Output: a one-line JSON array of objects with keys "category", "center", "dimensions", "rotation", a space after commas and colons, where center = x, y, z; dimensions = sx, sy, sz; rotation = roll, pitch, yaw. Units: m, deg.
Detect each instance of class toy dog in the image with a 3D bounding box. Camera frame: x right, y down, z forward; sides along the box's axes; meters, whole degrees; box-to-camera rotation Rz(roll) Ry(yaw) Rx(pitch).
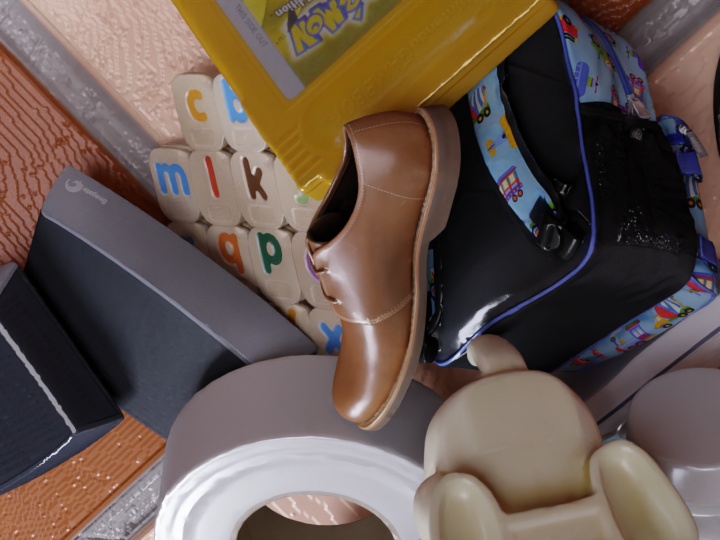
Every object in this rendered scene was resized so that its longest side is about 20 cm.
[{"category": "toy dog", "center": [0.072, 0.155, 1.180], "dimensions": [0.200, 0.139, 0.194], "rotation": [101, 146, -55]}]

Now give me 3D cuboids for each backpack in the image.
[{"category": "backpack", "center": [0.104, -0.057, 1.233], "dimensions": [0.134, 0.201, 0.183], "rotation": [8, 151, -31]}]

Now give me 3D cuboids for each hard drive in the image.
[{"category": "hard drive", "center": [-0.130, 0.038, 1.354], "dimensions": [0.200, 0.042, 0.135], "rotation": [36, 135, 11]}, {"category": "hard drive", "center": [-0.258, 0.087, 1.404], "dimensions": [0.200, 0.042, 0.135], "rotation": [-27, 100, 39]}]

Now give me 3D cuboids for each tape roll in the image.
[{"category": "tape roll", "center": [-0.024, 0.146, 1.315], "dimensions": [0.202, 0.071, 0.203], "rotation": [2, 131, 2]}]

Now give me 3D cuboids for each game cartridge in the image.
[{"category": "game cartridge", "center": [-0.009, -0.161, 1.218], "dimensions": [0.176, 0.032, 0.200], "rotation": [-41, 59, 11]}]

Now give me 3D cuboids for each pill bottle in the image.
[{"category": "pill bottle", "center": [0.196, 0.158, 1.242], "dimensions": [0.112, 0.113, 0.201], "rotation": [5, 129, 13]}]

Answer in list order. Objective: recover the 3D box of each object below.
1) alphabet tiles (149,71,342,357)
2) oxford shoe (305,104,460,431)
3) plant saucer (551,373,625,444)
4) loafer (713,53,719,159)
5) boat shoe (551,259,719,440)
[{"category": "alphabet tiles", "center": [-0.053, -0.027, 1.308], "dimensions": [0.200, 0.015, 0.196], "rotation": [5, 115, 47]}, {"category": "oxford shoe", "center": [0.000, 0.000, 1.183], "dimensions": [0.071, 0.071, 0.201], "rotation": [-3, 120, -21]}, {"category": "plant saucer", "center": [0.126, 0.154, 1.372], "dimensions": [0.199, 0.027, 0.201], "rotation": [4, 109, 13]}, {"category": "loafer", "center": [0.237, -0.128, 1.218], "dimensions": [0.073, 0.071, 0.201], "rotation": [7, 110, 12]}, {"category": "boat shoe", "center": [0.170, 0.073, 1.286], "dimensions": [0.200, 0.074, 0.065], "rotation": [-35, 106, 5]}]
